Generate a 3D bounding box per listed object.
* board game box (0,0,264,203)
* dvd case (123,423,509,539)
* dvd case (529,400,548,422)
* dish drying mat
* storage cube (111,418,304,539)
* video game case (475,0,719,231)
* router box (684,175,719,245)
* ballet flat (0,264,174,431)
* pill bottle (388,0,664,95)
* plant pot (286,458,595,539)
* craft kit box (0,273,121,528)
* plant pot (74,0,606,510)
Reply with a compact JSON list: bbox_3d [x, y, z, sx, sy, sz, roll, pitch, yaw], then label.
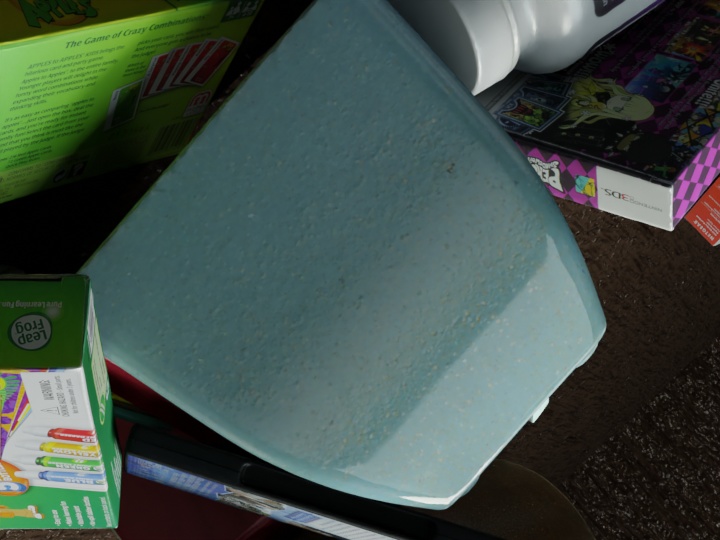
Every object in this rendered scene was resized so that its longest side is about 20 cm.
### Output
[{"bbox_3d":[-0.138,-0.079,0.677,0.200,0.048,0.102,-23,153,-48],"label":"board game box"},{"bbox_3d":[-0.019,0.117,0.808,0.143,0.200,0.018,128,-20,-76],"label":"dvd case"},{"bbox_3d":[0.029,0.010,0.984,0.022,0.200,0.146,-52,165,-11],"label":"dvd case"},{"bbox_3d":[-0.099,0.057,0.793,0.200,0.077,0.018,36,74,-36],"label":"dish drying mat"},{"bbox_3d":[-0.075,0.082,0.982,0.180,0.171,0.200,-40,163,-2],"label":"storage cube"},{"bbox_3d":[0.136,-0.111,0.912,0.200,0.181,0.036,-45,141,-38],"label":"video game case"},{"bbox_3d":[0.478,-0.121,1.867,0.200,0.049,0.180,-18,150,-53],"label":"router box"},{"bbox_3d":[-0.167,0.033,0.826,0.200,0.067,0.067,16,84,-39],"label":"ballet flat"},{"bbox_3d":[0.108,-0.174,0.870,0.200,0.111,0.111,-35,161,-22],"label":"pill bottle"},{"bbox_3d":[0.011,0.207,0.932,0.200,0.187,0.187,0,137,-44],"label":"plant pot"},{"bbox_3d":[-0.205,0.061,0.690,0.197,0.049,0.200,2,153,-2],"label":"craft kit box"},{"bbox_3d":[0.000,0.000,0.779,0.196,0.200,0.196,-48,-174,3],"label":"plant pot"}]
